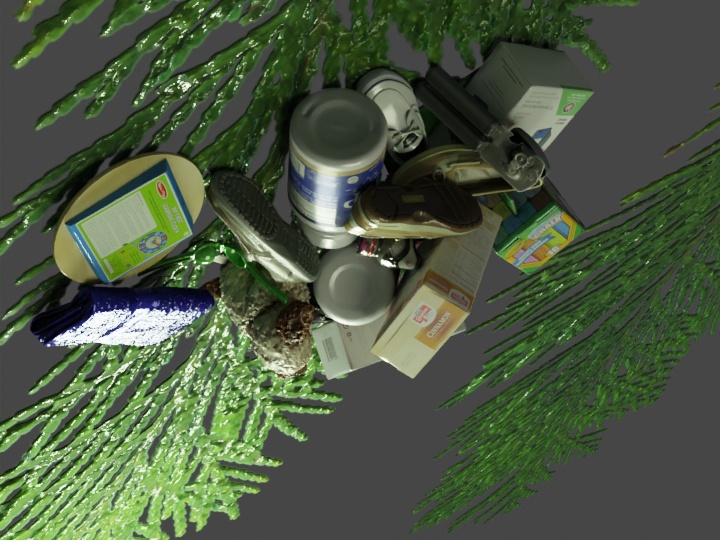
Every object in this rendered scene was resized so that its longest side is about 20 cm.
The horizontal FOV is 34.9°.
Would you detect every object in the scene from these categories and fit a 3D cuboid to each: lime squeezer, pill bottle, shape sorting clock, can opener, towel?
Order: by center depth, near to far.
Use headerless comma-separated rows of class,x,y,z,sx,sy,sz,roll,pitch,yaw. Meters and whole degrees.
shape sorting clock,-0.272,-0.061,1.348,0.199,0.039,0.201,-28,151,-17
pill bottle,-0.032,-0.119,1.426,0.119,0.120,0.201,-23,153,-18
can opener,0.158,-0.183,1.465,0.053,0.200,0.067,-50,172,32
towel,-0.302,0.062,1.470,0.147,0.050,0.199,-24,164,40
lime squeezer,-0.190,-0.006,1.504,0.198,0.071,0.038,10,167,-5
pill bottle,0.000,0.000,1.612,0.112,0.113,0.200,-39,-174,13

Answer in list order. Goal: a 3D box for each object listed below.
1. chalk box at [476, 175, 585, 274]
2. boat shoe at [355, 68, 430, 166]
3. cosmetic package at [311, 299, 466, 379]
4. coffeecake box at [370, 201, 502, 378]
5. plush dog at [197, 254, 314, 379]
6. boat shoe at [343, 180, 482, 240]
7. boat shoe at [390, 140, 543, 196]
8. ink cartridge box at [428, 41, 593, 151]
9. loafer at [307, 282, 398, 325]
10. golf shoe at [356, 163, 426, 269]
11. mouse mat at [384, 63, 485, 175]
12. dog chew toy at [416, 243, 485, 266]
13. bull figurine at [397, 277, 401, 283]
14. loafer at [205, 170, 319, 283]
chalk box,0.243,-0.094,1.781,0.124,0.125,0.200,-40,152,14
boat shoe,0.055,-0.184,1.466,0.073,0.067,0.200,-36,150,6
cosmetic package,0.042,0.088,1.690,0.198,0.082,0.113,-16,175,-23
coffeecake box,0.102,0.018,1.520,0.154,0.073,0.201,-53,-173,43
plush dog,-0.124,0.062,1.578,0.159,0.173,0.201,-24,154,-15
boat shoe,0.064,-0.068,1.431,0.198,0.072,0.076,4,150,-38
boat shoe,0.139,-0.121,1.489,0.198,0.064,0.074,-10,144,-16
ink cartridge box,0.198,-0.204,1.563,0.144,0.088,0.200,-4,144,-44
loafer,-0.036,0.040,1.723,0.198,0.073,0.063,-14,-167,-14
golf shoe,0.057,-0.071,1.536,0.201,0.091,0.073,-71,-173,-47
mouse mat,0.116,-0.200,1.585,0.199,0.008,0.161,-32,154,0
dog chew toy,0.111,-0.040,1.737,0.124,0.125,0.200,-39,146,15
bull figurine,0.032,0.037,1.836,0.199,0.065,0.122,1,137,-49
loafer,-0.133,-0.044,1.441,0.069,0.076,0.200,-22,128,29
